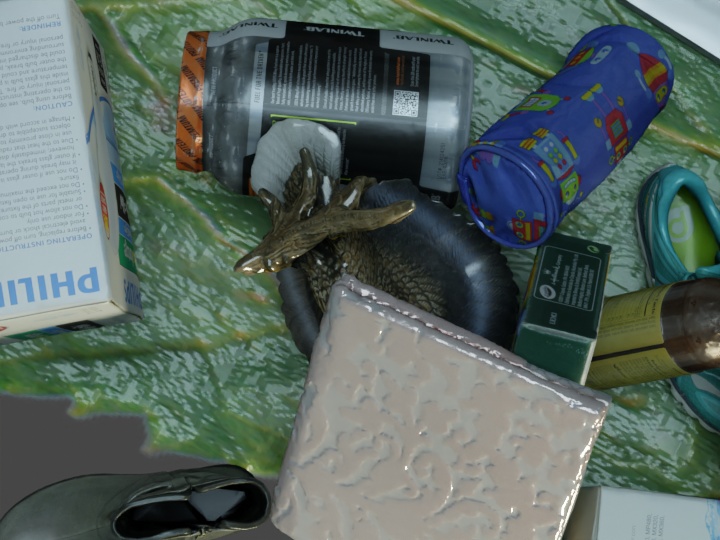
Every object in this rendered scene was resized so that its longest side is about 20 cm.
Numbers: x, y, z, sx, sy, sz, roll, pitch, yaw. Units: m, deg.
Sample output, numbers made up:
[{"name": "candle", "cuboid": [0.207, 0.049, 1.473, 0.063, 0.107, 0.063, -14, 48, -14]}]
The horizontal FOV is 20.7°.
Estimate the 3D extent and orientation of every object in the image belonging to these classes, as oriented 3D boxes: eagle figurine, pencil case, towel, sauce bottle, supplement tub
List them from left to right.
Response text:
[{"name": "supplement tub", "cuboid": [-0.025, -0.108, 1.362, 0.198, 0.123, 0.124, 6, 84, -2]}, {"name": "eagle figurine", "cuboid": [-0.002, 0.007, 1.315, 0.151, 0.200, 0.152, 26, 85, 32]}, {"name": "towel", "cuboid": [0.046, 0.121, 1.251, 0.190, 0.032, 0.201, 23, 123, 11]}, {"name": "pencil case", "cuboid": [0.138, -0.095, 1.340, 0.086, 0.200, 0.079, 7, 126, 34]}, {"name": "sauce bottle", "cuboid": [0.215, 0.040, 1.326, 0.064, 0.199, 0.065, 10, 74, -42]}]

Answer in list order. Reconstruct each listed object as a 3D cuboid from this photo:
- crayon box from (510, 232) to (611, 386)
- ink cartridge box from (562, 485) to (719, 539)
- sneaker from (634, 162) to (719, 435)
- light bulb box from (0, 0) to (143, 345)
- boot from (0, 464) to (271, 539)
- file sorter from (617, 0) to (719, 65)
[{"name": "crayon box", "cuboid": [0.115, 0.093, 1.304, 0.051, 0.126, 0.202, 13, 120, 5]}, {"name": "ink cartridge box", "cuboid": [0.241, 0.197, 1.331, 0.198, 0.146, 0.084, 8, 83, -2]}, {"name": "sneaker", "cuboid": [0.239, 0.023, 1.381, 0.077, 0.080, 0.202, -19, 86, -4]}, {"name": "light bulb box", "cuboid": [-0.226, -0.060, 1.312, 0.123, 0.198, 0.202, -9, 86, -1]}, {"name": "boot", "cuboid": [-0.158, 0.165, 1.327, 0.198, 0.131, 0.068, -13, 85, -3]}, {"name": "file sorter", "cuboid": [0.296, -0.252, 1.387, 0.138, 0.125, 0.201, 31, 85, 2]}]
